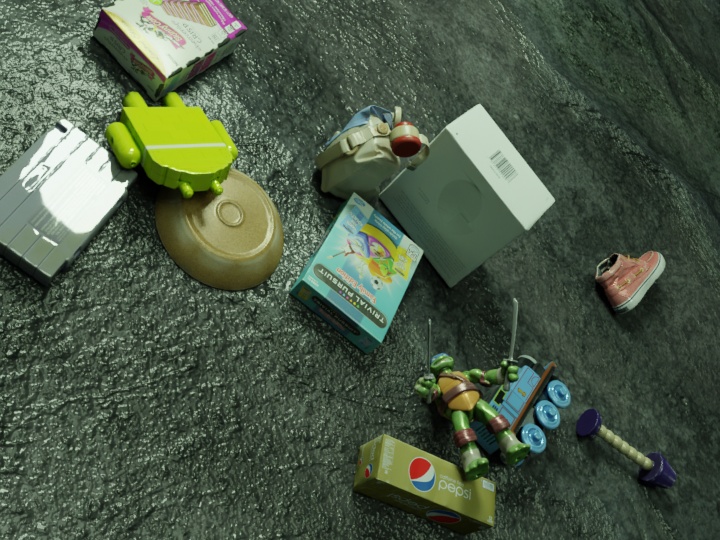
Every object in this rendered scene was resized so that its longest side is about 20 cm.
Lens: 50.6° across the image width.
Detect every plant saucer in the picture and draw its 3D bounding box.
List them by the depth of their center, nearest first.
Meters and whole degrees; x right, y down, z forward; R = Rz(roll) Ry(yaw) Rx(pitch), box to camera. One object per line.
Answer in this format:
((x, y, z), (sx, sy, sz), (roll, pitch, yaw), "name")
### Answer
((-0.190, -0.073, 1.079), (0.196, 0.035, 0.205), (17, 56, -27), "plant saucer")

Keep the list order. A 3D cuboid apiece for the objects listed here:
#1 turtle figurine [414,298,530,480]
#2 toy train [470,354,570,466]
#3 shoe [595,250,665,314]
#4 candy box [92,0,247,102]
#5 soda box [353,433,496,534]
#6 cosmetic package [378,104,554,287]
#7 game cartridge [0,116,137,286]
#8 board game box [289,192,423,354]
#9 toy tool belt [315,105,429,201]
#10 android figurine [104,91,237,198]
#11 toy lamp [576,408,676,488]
((0.155, 0.170, 1.057), (0.142, 0.201, 0.196), (8, 44, -40), "turtle figurine")
((0.252, 0.214, 1.198), (0.114, 0.087, 0.200), (44, 48, 3), "toy train")
((0.541, -0.005, 1.530), (0.092, 0.071, 0.200), (53, 52, -5), "shoe")
((-0.285, -0.364, 1.159), (0.136, 0.061, 0.201), (45, 49, -6), "candy box")
((0.090, 0.296, 1.045), (0.197, 0.068, 0.065), (28, 52, -20), "soda box")
((0.170, -0.119, 1.248), (0.201, 0.200, 0.123), (51, 46, 1), "cosmetic package")
((-0.382, -0.089, 0.955), (0.129, 0.038, 0.202), (40, 49, -15), "game cartridge")
((0.000, 0.000, 1.163), (0.150, 0.047, 0.202), (38, 49, -11), "board game box")
((0.014, -0.204, 1.189), (0.123, 0.199, 0.126), (15, 58, -37), "toy tool belt")
((-0.254, -0.174, 1.053), (0.179, 0.041, 0.201), (-11, 54, -40), "android figurine")
((0.461, 0.310, 1.306), (0.198, 0.058, 0.059), (34, 50, -15), "toy lamp")
